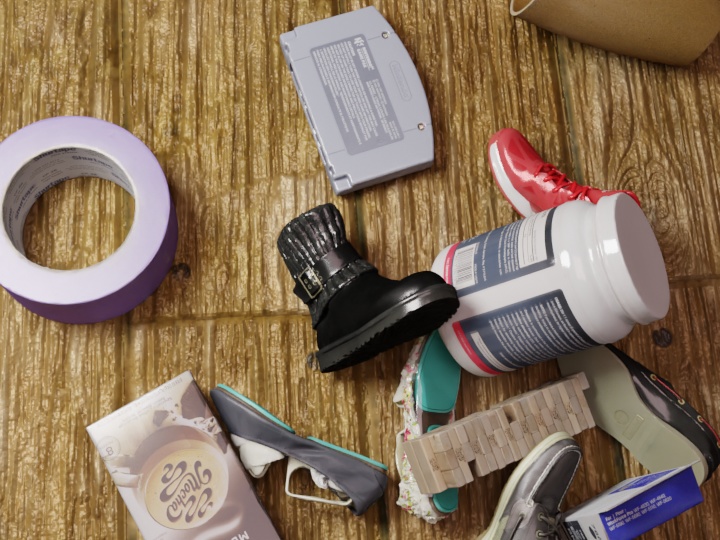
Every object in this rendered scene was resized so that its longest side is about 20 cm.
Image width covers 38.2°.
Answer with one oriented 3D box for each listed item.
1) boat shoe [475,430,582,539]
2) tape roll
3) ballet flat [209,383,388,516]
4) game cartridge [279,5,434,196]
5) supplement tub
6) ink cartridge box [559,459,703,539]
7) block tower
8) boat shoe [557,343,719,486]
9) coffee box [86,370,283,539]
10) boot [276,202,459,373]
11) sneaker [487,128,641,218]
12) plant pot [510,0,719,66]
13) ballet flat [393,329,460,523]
[{"bbox_3d":[0.160,0.251,0.989,0.066,0.072,0.201,36,96,46],"label":"boat shoe"},{"bbox_3d":[-0.291,-0.051,1.069,0.199,0.085,0.201,1,74,-4],"label":"tape roll"},{"bbox_3d":[-0.070,0.183,1.024,0.200,0.073,0.073,27,74,2],"label":"ballet flat"},{"bbox_3d":[0.003,-0.191,1.155,0.133,0.040,0.200,-18,76,-5],"label":"game cartridge"},{"bbox_3d":[0.181,0.015,1.010,0.200,0.140,0.141,-20,72,31],"label":"supplement tub"},{"bbox_3d":[0.248,0.222,0.964,0.099,0.200,0.039,-25,76,-9],"label":"ink cartridge box"},{"bbox_3d":[0.141,0.158,1.016,0.200,0.054,0.058,-19,86,-31],"label":"block tower"},{"bbox_3d":[0.283,0.136,1.066,0.201,0.074,0.063,47,40,19],"label":"boat shoe"},{"bbox_3d":[-0.163,0.215,1.001,0.113,0.080,0.200,-29,78,-12],"label":"coffee box"},{"bbox_3d":[-0.002,0.000,1.019,0.079,0.211,0.158,-6,74,-40],"label":"boot"},{"bbox_3d":[0.225,-0.084,1.087,0.078,0.115,0.200,-31,86,-44],"label":"sneaker"},{"bbox_3d":[0.300,-0.316,1.149,0.200,0.186,0.187,28,73,-9],"label":"plant pot"},{"bbox_3d":[0.060,0.151,1.043,0.076,0.064,0.201,18,67,-40],"label":"ballet flat"}]
